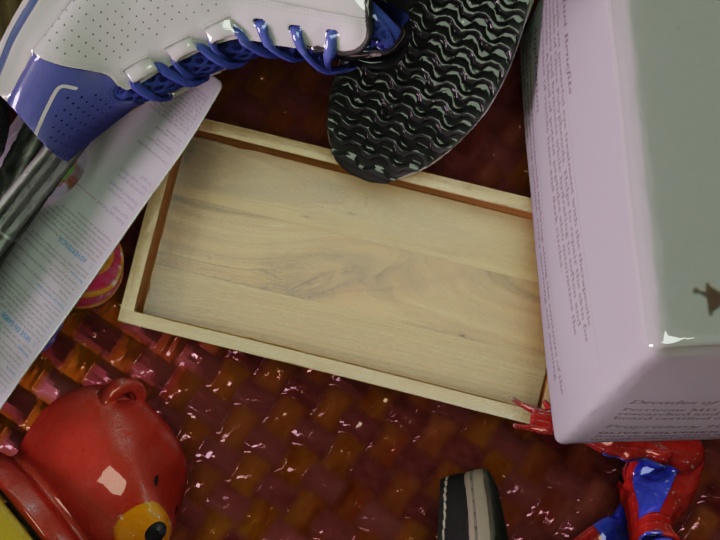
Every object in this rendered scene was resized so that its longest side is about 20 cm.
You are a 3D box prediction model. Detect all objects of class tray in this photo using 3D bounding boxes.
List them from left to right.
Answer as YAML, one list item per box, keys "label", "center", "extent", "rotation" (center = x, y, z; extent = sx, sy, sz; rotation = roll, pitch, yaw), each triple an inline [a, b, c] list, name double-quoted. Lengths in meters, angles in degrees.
- label: "tray"
  center: [0.000, 0.000, 1.033]
  extent: [0.200, 0.037, 0.099]
  rotation: [14, 87, 2]

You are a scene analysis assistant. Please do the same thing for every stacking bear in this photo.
- label: "stacking bear"
  center: [-0.162, 0.128, 0.993]
  extent: [0.200, 0.121, 0.114]
  rotation: [-38, 46, -13]

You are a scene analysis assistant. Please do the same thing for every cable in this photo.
- label: "cable"
  center: [-0.174, -0.012, 0.969]
  extent: [0.050, 0.097, 0.200]
  rotation: [33, 104, -19]

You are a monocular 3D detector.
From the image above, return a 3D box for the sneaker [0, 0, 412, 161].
- label: "sneaker"
  center: [-0.045, -0.106, 0.896]
  extent: [0.199, 0.081, 0.115]
  rotation: [-46, 78, 8]

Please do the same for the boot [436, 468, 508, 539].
- label: "boot"
  center: [-0.009, 0.183, 1.000]
  extent: [0.151, 0.073, 0.200]
  rotation: [-1, 70, 13]

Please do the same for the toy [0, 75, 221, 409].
- label: "toy"
  center: [-0.134, -0.015, 1.014]
  extent: [0.047, 0.115, 0.200]
  rotation: [28, 97, -42]

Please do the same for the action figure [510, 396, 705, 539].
- label: "action figure"
  center: [0.104, 0.132, 0.982]
  extent: [0.099, 0.065, 0.200]
  rotation: [9, 55, -6]

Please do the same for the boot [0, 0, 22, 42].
- label: "boot"
  center: [-0.187, -0.181, 0.999]
  extent: [0.200, 0.072, 0.166]
  rotation: [13, 49, -3]

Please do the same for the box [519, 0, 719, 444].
- label: "box"
  center: [0.182, -0.042, 0.938]
  extent: [0.200, 0.171, 0.199]
  rotation: [-1, 73, -7]

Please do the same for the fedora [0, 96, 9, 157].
- label: "fedora"
  center: [-0.255, -0.060, 0.962]
  extent: [0.201, 0.201, 0.092]
  rotation: [26, 121, 2]

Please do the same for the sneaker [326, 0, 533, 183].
- label: "sneaker"
  center: [0.050, -0.131, 1.016]
  extent: [0.070, 0.093, 0.200]
  rotation: [25, 99, 5]
